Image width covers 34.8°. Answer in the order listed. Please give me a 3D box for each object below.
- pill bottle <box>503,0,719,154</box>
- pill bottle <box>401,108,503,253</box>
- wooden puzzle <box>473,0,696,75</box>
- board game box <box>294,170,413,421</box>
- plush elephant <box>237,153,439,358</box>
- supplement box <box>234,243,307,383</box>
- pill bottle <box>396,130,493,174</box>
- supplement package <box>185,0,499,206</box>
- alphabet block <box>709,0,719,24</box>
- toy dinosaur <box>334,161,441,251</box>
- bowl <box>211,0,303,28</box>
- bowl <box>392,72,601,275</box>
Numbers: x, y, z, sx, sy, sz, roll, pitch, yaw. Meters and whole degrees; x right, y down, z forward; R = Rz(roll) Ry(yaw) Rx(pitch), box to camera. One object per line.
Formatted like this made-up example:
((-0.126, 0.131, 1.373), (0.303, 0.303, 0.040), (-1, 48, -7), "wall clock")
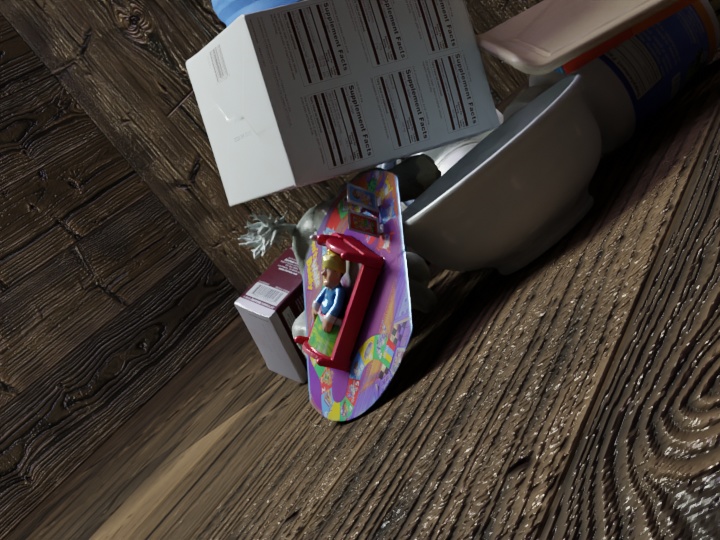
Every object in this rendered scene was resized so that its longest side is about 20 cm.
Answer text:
((0.226, -0.177, 1.052), (0.200, 0.112, 0.112), (-42, 5, -18), "pill bottle")
((0.102, -0.105, 1.384), (0.200, 0.111, 0.111), (-41, 5, -1), "pill bottle")
((0.199, -0.216, 0.971), (0.199, 0.037, 0.185), (-24, 21, -1), "wooden puzzle")
((-0.022, 0.017, 0.904), (0.158, 0.039, 0.201), (-41, 44, 48), "board game box")
((0.000, 0.000, 1.058), (0.199, 0.155, 0.165), (-4, -51, -19), "plush elephant")
((-0.039, 0.014, 1.277), (0.061, 0.109, 0.200), (18, 54, 40), "supplement box")
((0.087, -0.137, 1.258), (0.113, 0.113, 0.200), (-40, 44, 9), "pill bottle")
((-0.021, -0.160, 1.023), (0.199, 0.148, 0.191), (-19, 6, -23), "supplement package")
((0.334, -0.367, 1.165), (0.195, 0.197, 0.200), (-11, -17, -44), "alphabet block")
((0.008, -0.066, 1.220), (0.200, 0.104, 0.182), (141, 133, -70), "toy dinosaur")
((-0.035, -0.256, 1.046), (0.200, 0.040, 0.201), (-16, 4, 1), "bowl")
((0.122, -0.060, 0.923), (0.201, 0.090, 0.201), (-39, 4, 4), "bowl")
